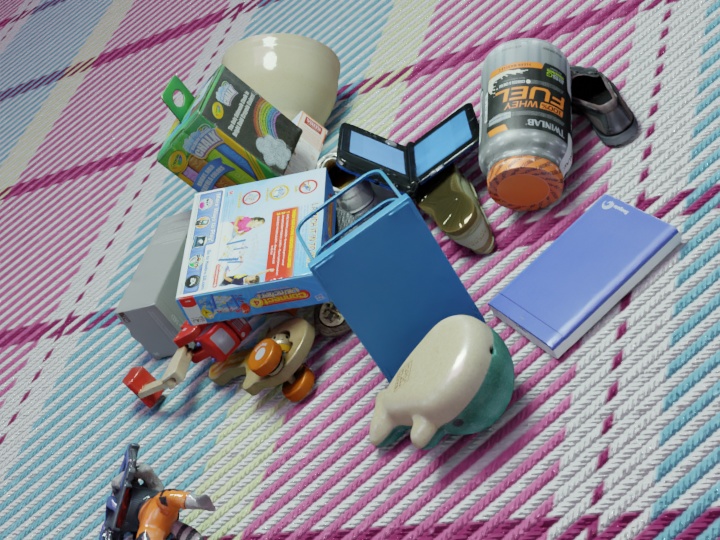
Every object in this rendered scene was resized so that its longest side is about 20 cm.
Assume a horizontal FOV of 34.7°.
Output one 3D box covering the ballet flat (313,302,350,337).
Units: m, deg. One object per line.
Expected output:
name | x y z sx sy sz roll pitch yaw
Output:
ballet flat | 0.000 0.000 1.523 0.067 0.047 0.201 29 66 14

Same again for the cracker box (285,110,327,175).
cracker box | -0.127 -0.131 1.762 0.134 0.057 0.202 -38 27 42

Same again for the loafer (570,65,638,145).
loafer | 0.310 -0.239 1.543 0.071 0.063 0.201 -32 34 5

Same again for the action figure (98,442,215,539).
action figure | -0.254 0.322 1.375 0.192 0.103 0.203 15 85 57

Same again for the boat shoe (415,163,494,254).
boat shoe | 0.127 -0.085 1.537 0.073 0.063 0.201 -44 27 8

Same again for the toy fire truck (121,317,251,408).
toy fire truck | -0.237 0.117 1.560 0.142 0.049 0.199 -52 19 -24

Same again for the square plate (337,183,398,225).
square plate | -0.031 -0.058 1.656 0.196 0.029 0.201 9 54 47

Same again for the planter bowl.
planter bowl | -0.130 -0.273 1.878 0.197 0.199 0.137 -12 67 30

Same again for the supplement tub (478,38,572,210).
supplement tub | 0.214 -0.187 1.493 0.121 0.122 0.203 -14 55 28

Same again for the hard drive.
hard drive | 0.257 0.002 1.337 0.199 0.025 0.132 -42 34 -8

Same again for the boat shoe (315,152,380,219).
boat shoe | -0.031 -0.137 1.657 0.070 0.070 0.201 -33 29 2

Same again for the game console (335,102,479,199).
game console | 0.064 -0.191 1.607 0.201 0.168 0.120 -89 21 -69

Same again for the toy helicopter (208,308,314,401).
toy helicopter | -0.132 0.106 1.514 0.198 0.079 0.134 -19 42 44

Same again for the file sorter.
file sorter | 0.030 0.003 1.381 0.138 0.201 0.123 -34 32 0

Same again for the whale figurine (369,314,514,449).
whale figurine | 0.091 0.139 1.279 0.200 0.103 0.161 -40 26 40

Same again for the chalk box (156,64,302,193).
chalk box | -0.205 -0.194 1.655 0.124 0.199 0.126 -39 22 38

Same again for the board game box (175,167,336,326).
board game box | -0.133 -0.033 1.522 0.192 0.056 0.202 -9 45 12

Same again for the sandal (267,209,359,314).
sandal | -0.083 -0.004 1.571 0.198 0.043 0.077 -33 78 -10

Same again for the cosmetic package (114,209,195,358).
cosmetic package | -0.272 0.018 1.706 0.089 0.107 0.202 -14 41 29
